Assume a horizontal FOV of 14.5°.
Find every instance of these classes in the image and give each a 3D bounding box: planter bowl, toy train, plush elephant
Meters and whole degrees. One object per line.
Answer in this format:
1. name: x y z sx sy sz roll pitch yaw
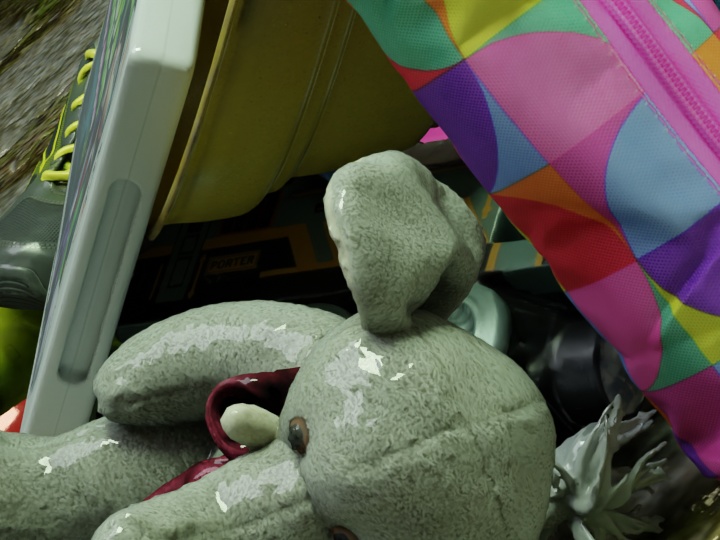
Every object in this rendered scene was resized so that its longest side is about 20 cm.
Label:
1. planter bowl: -0.003 -0.098 0.876 0.200 0.083 0.201 -167 90 -81
2. toy train: 0.005 0.018 0.886 0.200 0.085 0.114 -10 50 36
3. plush elephant: -0.008 0.065 0.717 0.199 0.165 0.155 -22 -19 -5

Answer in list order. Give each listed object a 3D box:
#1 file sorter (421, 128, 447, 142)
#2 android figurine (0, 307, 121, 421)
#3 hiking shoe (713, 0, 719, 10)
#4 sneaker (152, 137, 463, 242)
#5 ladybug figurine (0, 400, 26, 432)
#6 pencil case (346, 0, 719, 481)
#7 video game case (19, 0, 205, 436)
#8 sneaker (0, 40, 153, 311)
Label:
1. file sorter: 0.019 -0.112 1.131 0.139 0.126 0.200 -9 27 17
2. android figurine: -0.076 0.014 1.115 0.182 0.041 0.200 10 27 28
3. hiking shoe: 0.083 -0.093 0.902 0.087 0.074 0.200 -55 14 10
4. sneaker: 0.000 0.000 0.991 0.200 0.079 0.089 -3 54 39
5. ladybug figurine: -0.165 0.073 1.266 0.136 0.072 0.200 -20 26 53
6. pencil case: 0.068 -0.040 0.752 0.088 0.200 0.088 -37 9 7
7. video game case: -0.075 -0.062 0.933 0.200 0.023 0.182 -85 12 -48
8. sneaker: -0.098 -0.048 1.099 0.074 0.085 0.200 4 25 17
